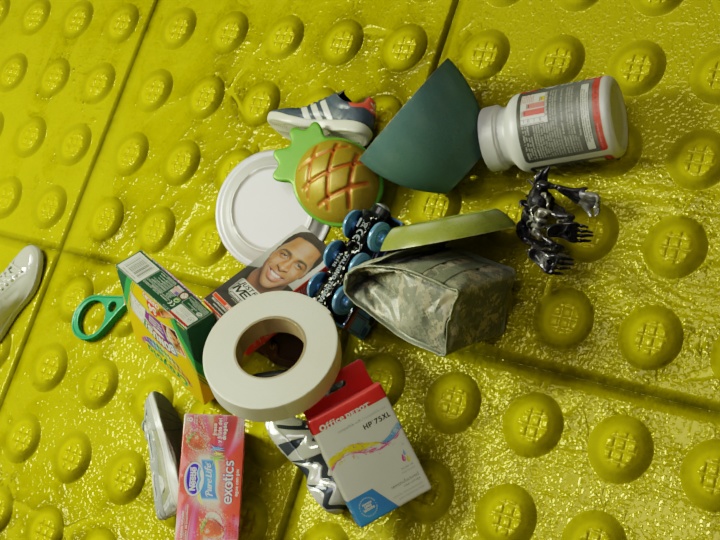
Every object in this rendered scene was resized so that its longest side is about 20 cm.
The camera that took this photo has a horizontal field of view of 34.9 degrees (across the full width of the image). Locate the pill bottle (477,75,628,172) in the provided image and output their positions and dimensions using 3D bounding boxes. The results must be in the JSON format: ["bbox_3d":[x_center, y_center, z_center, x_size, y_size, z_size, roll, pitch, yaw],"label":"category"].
[{"bbox_3d":[0.275,-0.205,1.644,0.197,0.116,0.118,-8,67,26],"label":"pill bottle"}]

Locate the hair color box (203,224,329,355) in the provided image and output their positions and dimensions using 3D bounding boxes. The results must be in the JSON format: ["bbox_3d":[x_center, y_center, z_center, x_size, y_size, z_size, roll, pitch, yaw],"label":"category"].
[{"bbox_3d":[-0.131,0.028,1.756,0.199,0.062,0.101,-38,53,-19],"label":"hair color box"}]

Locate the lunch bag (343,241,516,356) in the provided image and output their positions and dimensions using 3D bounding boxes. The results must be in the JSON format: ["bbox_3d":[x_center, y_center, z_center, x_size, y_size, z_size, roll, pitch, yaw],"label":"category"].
[{"bbox_3d":[0.093,0.025,1.615,0.198,0.163,0.120,22,111,34],"label":"lunch bag"}]

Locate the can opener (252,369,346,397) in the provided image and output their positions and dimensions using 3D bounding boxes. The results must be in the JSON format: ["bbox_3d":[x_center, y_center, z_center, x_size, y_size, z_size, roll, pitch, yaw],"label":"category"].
[{"bbox_3d":[-0.095,0.174,1.738,0.198,0.078,0.065,0,72,41],"label":"can opener"}]

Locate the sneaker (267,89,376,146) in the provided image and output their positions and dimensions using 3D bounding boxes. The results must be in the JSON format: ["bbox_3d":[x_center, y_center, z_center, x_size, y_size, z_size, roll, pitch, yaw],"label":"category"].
[{"bbox_3d":[-0.059,-0.257,1.887,0.197,0.075,0.086,10,69,26],"label":"sneaker"}]

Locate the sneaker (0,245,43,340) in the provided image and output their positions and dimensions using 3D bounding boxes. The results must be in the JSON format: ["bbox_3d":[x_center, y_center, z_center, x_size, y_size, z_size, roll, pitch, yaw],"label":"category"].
[{"bbox_3d":[-0.654,0.037,2.095,0.072,0.085,0.202,22,81,35],"label":"sneaker"}]

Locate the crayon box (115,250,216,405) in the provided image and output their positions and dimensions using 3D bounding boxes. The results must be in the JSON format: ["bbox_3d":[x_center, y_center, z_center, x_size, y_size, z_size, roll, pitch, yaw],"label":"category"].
[{"bbox_3d":[-0.299,0.091,1.819,0.058,0.175,0.199,-32,49,-28],"label":"crayon box"}]

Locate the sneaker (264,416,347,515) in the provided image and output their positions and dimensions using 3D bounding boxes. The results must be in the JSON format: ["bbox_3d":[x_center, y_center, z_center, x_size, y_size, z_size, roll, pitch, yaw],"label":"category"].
[{"bbox_3d":[-0.048,0.240,1.673,0.129,0.079,0.200,-43,56,6],"label":"sneaker"}]

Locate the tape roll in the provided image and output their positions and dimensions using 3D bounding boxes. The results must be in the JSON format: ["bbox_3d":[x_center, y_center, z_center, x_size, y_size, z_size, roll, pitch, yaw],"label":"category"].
[{"bbox_3d":[-0.124,0.118,1.617,0.199,0.037,0.205,-6,50,8],"label":"tape roll"}]

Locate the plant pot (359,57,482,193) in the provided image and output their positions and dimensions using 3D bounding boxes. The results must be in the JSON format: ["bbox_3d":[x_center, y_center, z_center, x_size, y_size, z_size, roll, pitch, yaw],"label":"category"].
[{"bbox_3d":[0.111,-0.195,1.709,0.135,0.200,0.200,43,95,-2],"label":"plant pot"}]

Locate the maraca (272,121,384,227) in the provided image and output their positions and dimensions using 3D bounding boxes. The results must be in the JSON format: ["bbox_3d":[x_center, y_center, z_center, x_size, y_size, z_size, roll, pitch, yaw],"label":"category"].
[{"bbox_3d":[-0.052,-0.151,1.805,0.199,0.107,0.138,37,84,21],"label":"maraca"}]

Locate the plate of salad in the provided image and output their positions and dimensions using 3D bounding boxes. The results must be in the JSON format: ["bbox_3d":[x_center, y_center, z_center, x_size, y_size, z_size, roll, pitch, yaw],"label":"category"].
[{"bbox_3d":[-0.140,-0.097,1.873,0.196,0.048,0.204,-2,80,9],"label":"plate of salad"}]

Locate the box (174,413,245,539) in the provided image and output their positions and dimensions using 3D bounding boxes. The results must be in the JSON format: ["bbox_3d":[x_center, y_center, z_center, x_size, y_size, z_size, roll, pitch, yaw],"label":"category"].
[{"bbox_3d":[-0.222,0.324,1.707,0.093,0.103,0.204,3,69,-4],"label":"box"}]

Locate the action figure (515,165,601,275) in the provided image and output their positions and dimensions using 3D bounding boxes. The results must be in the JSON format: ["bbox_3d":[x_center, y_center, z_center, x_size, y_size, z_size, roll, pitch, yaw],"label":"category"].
[{"bbox_3d":[0.273,-0.065,1.600,0.201,0.100,0.120,-89,21,-64],"label":"action figure"}]

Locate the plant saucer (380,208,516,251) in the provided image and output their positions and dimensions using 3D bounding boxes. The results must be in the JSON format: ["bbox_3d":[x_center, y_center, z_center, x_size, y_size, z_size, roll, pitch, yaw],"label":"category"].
[{"bbox_3d":[0.122,-0.060,1.627,0.197,0.199,0.032,-9,92,26],"label":"plant saucer"}]

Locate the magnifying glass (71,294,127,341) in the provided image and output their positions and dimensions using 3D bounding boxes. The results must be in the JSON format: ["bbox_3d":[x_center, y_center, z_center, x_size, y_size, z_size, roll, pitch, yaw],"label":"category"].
[{"bbox_3d":[-0.422,0.062,1.993,0.198,0.022,0.081,-26,60,21],"label":"magnifying glass"}]

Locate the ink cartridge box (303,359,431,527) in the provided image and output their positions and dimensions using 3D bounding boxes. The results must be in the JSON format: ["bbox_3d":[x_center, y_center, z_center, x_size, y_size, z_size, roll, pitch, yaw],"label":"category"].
[{"bbox_3d":[0.001,0.236,1.584,0.115,0.067,0.202,-27,87,-8],"label":"ink cartridge box"}]

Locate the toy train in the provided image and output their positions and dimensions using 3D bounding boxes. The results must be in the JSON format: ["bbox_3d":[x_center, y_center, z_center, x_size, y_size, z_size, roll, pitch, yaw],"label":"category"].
[{"bbox_3d":[0.000,0.000,1.719,0.086,0.114,0.202,26,85,41],"label":"toy train"}]

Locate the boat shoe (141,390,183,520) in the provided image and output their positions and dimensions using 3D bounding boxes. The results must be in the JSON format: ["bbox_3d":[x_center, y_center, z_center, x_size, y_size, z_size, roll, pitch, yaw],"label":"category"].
[{"bbox_3d":[-0.313,0.289,1.808,0.064,0.074,0.205,-25,67,13],"label":"boat shoe"}]

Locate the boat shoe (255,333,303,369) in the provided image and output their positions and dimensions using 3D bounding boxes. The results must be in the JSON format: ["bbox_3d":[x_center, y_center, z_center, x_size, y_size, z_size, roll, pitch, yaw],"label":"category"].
[{"bbox_3d":[-0.138,0.105,1.784,0.198,0.067,0.073,17,79,33],"label":"boat shoe"}]
